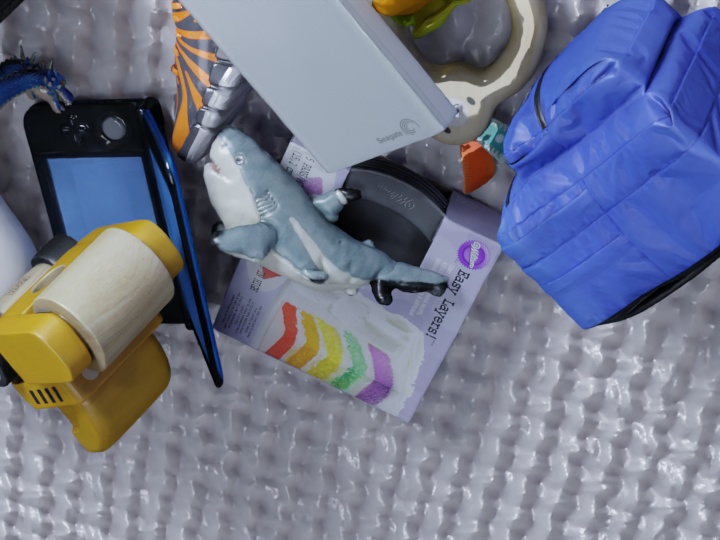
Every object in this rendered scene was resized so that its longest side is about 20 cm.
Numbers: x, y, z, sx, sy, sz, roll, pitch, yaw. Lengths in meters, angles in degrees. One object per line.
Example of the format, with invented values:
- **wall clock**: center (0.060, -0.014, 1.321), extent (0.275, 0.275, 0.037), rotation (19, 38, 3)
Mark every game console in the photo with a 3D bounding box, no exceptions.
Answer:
- **game console**: center (-0.185, -0.020, 1.228), extent (0.168, 0.119, 0.202), rotation (0, 120, 17)

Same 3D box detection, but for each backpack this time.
- **backpack**: center (0.182, -0.074, 1.080), extent (0.168, 0.163, 0.200), rotation (42, 135, -1)

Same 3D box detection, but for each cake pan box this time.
- **cake pan box**: center (0.000, 0.000, 1.234), extent (0.183, 0.052, 0.201), rotation (26, 123, -3)

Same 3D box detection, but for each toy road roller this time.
- **toy road roller**: center (-0.196, 0.057, 1.188), extent (0.146, 0.123, 0.199), rotation (52, 149, -18)

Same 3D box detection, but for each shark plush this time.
- **shark plush**: center (-0.028, -0.028, 1.159), extent (0.198, 0.091, 0.084), rotation (26, 93, 5)

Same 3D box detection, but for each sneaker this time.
- **sneaker**: center (-0.122, -0.184, 1.151), extent (0.111, 0.078, 0.202), rotation (26, 114, 4)

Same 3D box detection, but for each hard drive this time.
- **hard drive**: center (-0.041, -0.157, 1.056), extent (0.200, 0.027, 0.131), rotation (48, 145, -21)

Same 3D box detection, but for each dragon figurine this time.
- **dragon figurine**: center (-0.308, -0.155, 1.167), extent (0.199, 0.100, 0.059), rotation (34, 160, -35)

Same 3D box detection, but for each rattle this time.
- **rattle**: center (0.072, -0.124, 1.092), extent (0.128, 0.143, 0.202), rotation (-6, 114, -4)

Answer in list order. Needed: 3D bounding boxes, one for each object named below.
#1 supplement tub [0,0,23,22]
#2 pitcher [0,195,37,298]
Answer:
- **supplement tub**: center (-0.284, -0.222, 1.087), extent (0.121, 0.201, 0.124), rotation (7, 122, 11)
- **pitcher**: center (-0.324, -0.002, 1.247), extent (0.120, 0.172, 0.202), rotation (-2, 119, 10)
